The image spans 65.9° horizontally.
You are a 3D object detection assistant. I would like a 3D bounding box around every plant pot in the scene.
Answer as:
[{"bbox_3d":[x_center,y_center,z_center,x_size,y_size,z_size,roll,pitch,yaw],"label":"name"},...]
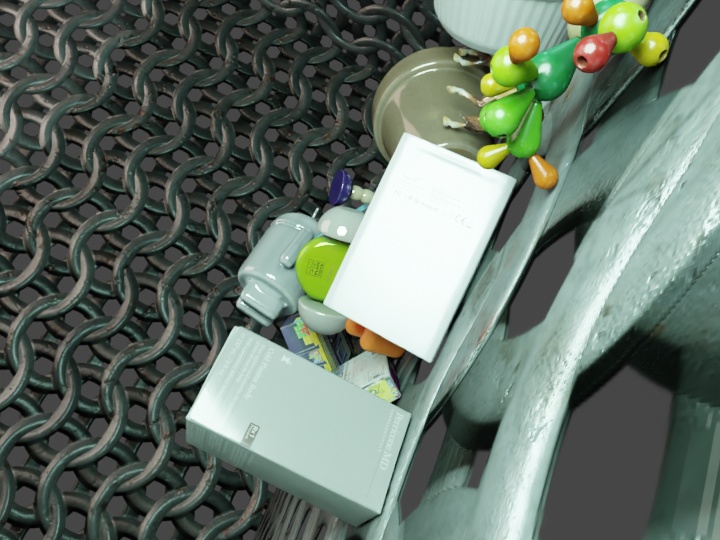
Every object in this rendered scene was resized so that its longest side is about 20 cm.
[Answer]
[{"bbox_3d":[0.113,-0.180,0.781,0.177,0.197,0.202,-88,18,-44],"label":"plant pot"}]

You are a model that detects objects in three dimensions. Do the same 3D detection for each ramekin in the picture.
[{"bbox_3d":[0.175,-0.331,0.643,0.095,0.199,0.204,99,-167,-51],"label":"ramekin"}]

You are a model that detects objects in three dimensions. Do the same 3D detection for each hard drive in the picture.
[{"bbox_3d":[0.060,-0.026,0.581,0.203,0.130,0.026,-64,-16,0],"label":"hard drive"}]

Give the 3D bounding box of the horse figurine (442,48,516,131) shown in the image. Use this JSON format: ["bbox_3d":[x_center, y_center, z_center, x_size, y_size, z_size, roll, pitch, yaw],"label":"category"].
[{"bbox_3d":[0.174,-0.231,0.685,0.050,0.130,0.203,75,-153,-55],"label":"horse figurine"}]

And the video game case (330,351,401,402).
[{"bbox_3d":[-0.034,0.172,0.753,0.179,0.036,0.200,-30,3,2],"label":"video game case"}]

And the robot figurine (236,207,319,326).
[{"bbox_3d":[-0.120,-0.010,0.895,0.202,0.112,0.169,-60,11,-28],"label":"robot figurine"}]

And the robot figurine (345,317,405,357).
[{"bbox_3d":[0.057,0.002,0.658,0.144,0.115,0.203,-54,-11,-80],"label":"robot figurine"}]

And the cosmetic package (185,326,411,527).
[{"bbox_3d":[-0.060,0.156,0.549,0.091,0.197,0.108,115,178,-55],"label":"cosmetic package"}]

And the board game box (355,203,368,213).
[{"bbox_3d":[0.061,-0.099,1.128,0.149,0.047,0.200,-31,-18,3],"label":"board game box"}]

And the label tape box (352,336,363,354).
[{"bbox_3d":[-0.040,0.151,1.205,0.199,0.063,0.146,-15,-43,-54],"label":"label tape box"}]

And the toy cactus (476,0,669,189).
[{"bbox_3d":[0.158,-0.151,0.403,0.165,0.102,0.200,-45,-4,-8],"label":"toy cactus"}]

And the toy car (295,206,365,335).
[{"bbox_3d":[0.000,0.000,0.813,0.150,0.196,0.178,-119,42,-71],"label":"toy car"}]

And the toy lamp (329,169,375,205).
[{"bbox_3d":[0.053,-0.092,0.813,0.058,0.197,0.059,13,90,67],"label":"toy lamp"}]

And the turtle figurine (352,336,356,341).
[{"bbox_3d":[0.035,-0.016,0.988,0.199,0.144,0.194,-39,8,42],"label":"turtle figurine"}]

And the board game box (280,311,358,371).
[{"bbox_3d":[-0.054,0.146,0.940,0.056,0.203,0.166,-19,13,14],"label":"board game box"}]
